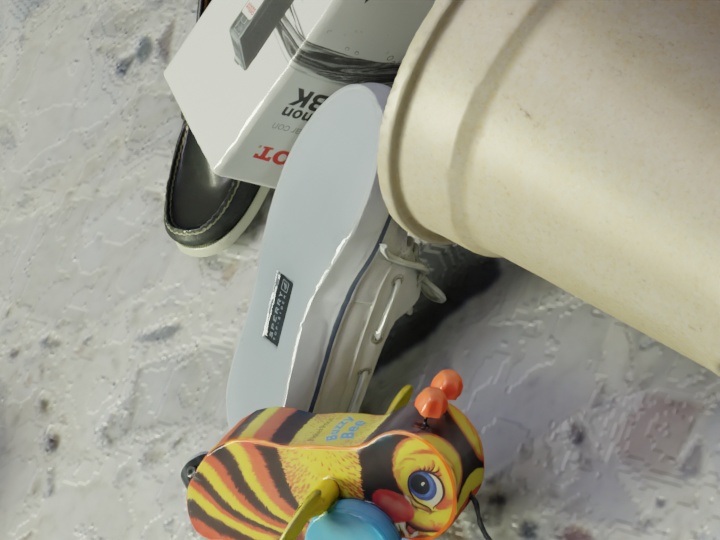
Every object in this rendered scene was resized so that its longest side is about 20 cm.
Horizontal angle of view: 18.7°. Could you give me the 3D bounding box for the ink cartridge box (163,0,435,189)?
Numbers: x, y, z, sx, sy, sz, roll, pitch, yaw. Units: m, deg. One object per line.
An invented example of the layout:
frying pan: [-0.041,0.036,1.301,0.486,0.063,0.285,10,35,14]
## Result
ink cartridge box: [0.018,-0.130,1.090,0.200,0.144,0.084,-52,46,29]

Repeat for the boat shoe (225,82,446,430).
boat shoe: [0.002,0.003,1.085,0.075,0.086,0.202,38,119,47]

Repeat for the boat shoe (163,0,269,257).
boat shoe: [-0.078,-0.106,1.233,0.072,0.068,0.200,3,70,34]

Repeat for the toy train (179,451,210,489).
toy train: [-0.038,0.162,1.069,0.042,0.056,0.200,-42,50,9]

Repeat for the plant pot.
plant pot: [0.141,-0.050,0.986,0.183,0.200,0.201,39,91,30]

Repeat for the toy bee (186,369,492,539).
toy bee: [0.016,0.090,1.016,0.200,0.109,0.131,2,26,3]
